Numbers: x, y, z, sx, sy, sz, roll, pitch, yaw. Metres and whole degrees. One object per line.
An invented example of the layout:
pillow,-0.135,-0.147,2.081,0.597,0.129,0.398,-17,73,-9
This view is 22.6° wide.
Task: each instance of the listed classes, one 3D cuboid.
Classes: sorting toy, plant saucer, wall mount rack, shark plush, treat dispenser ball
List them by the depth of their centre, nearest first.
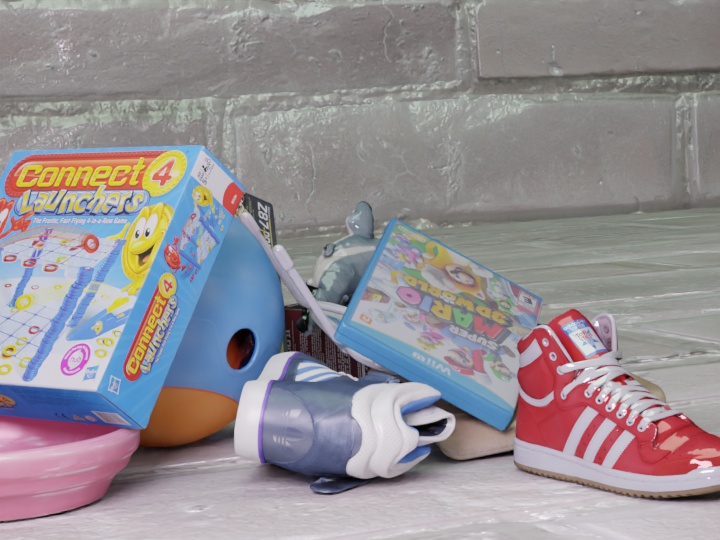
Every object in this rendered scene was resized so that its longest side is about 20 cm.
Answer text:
plant saucer,-0.251,0.133,1.241,0.199,0.051,0.201,-2,5,0
sorting toy,0.118,0.100,1.418,0.184,0.037,0.200,-10,16,-15
treat dispenser ball,-0.159,0.038,1.418,0.200,0.202,0.201,-2,5,0
wall mount rack,-0.014,0.020,1.474,0.173,0.075,0.200,15,9,-20
shark plush,0.000,0.000,1.650,0.083,0.091,0.200,19,19,23

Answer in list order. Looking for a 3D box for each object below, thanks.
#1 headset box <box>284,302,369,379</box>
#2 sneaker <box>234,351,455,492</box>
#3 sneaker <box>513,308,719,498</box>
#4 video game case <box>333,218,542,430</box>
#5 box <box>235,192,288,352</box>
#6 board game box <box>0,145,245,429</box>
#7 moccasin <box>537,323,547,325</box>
headset box,0.025,0.065,1.725,0.199,0.078,0.149,0,6,39
sneaker,-0.003,0.109,1.300,0.146,0.081,0.200,7,3,8
sneaker,0.175,0.085,1.206,0.071,0.113,0.200,-7,7,-40
video game case,0.065,0.037,1.389,0.143,0.018,0.200,29,27,-1
box,-0.144,0.001,1.640,0.161,0.201,0.049,20,-43,-35
board game box,-0.204,0.008,1.286,0.199,0.197,0.056,1,-31,37
moccasin,0.124,0.074,1.556,0.199,0.081,0.068,-8,16,-27
